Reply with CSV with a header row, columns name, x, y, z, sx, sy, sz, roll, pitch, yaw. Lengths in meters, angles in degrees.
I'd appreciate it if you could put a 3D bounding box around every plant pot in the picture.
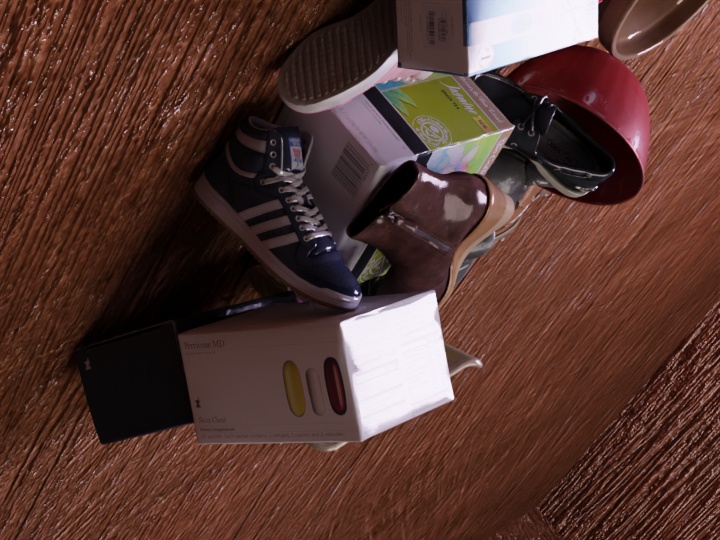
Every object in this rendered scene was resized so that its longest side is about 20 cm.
name,x,y,z,sx,sy,sz,roll,pitch,yaw
plant pot,0.319,-0.333,1.733,0.201,0.093,0.201,-35,160,-14

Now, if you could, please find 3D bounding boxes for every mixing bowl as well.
name,x,y,z,sx,sy,sz,roll,pitch,yaw
mixing bowl,0.239,-0.175,1.749,0.109,0.200,0.200,-59,168,-22

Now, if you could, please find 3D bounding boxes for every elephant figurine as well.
name,x,y,z,sx,sy,sz,roll,pitch,yaw
elephant figurine,0.091,-0.061,1.745,0.141,0.155,0.200,14,108,-32

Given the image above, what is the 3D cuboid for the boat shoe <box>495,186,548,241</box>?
name,x,y,z,sx,sy,sz,roll,pitch,yaw
boat shoe,0.196,-0.111,2.035,0.200,0.072,0.068,-42,160,-28

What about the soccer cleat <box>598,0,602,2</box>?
name,x,y,z,sx,sy,sz,roll,pitch,yaw
soccer cleat,0.219,-0.288,1.661,0.067,0.076,0.200,-22,153,-44

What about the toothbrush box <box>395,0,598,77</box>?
name,x,y,z,sx,sy,sz,roll,pitch,yaw
toothbrush box,0.124,-0.264,1.421,0.200,0.085,0.147,-22,117,-45

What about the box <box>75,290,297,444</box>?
name,x,y,z,sx,sy,sz,roll,pitch,yaw
box,-0.166,0.098,1.643,0.148,0.105,0.200,-16,179,38

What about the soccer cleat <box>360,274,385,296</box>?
name,x,y,z,sx,sy,sz,roll,pitch,yaw
soccer cleat,0.000,0.000,1.690,0.081,0.200,0.068,-13,136,-39

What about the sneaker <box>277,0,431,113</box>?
name,x,y,z,sx,sy,sz,roll,pitch,yaw
sneaker,0.013,-0.193,1.474,0.200,0.075,0.105,-40,156,-15

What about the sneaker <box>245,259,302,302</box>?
name,x,y,z,sx,sy,sz,roll,pitch,yaw
sneaker,-0.068,0.005,1.780,0.090,0.075,0.200,-49,167,-9

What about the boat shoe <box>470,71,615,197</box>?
name,x,y,z,sx,sy,sz,roll,pitch,yaw
boat shoe,0.185,-0.147,1.642,0.066,0.199,0.075,-15,-140,55

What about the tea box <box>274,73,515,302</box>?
name,x,y,z,sx,sy,sz,roll,pitch,yaw
tea box,0.010,-0.100,1.580,0.197,0.134,0.200,-21,153,-42

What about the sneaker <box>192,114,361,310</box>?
name,x,y,z,sx,sy,sz,roll,pitch,yaw
sneaker,-0.058,-0.059,1.454,0.109,0.200,0.070,-56,159,19

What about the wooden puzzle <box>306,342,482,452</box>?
name,x,y,z,sx,sy,sz,roll,pitch,yaw
wooden puzzle,0.007,0.112,1.686,0.200,0.046,0.185,-27,-165,-14

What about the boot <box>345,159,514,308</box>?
name,x,y,z,sx,sy,sz,roll,pitch,yaw
boot,0.038,-0.026,1.530,0.166,0.072,0.200,12,130,-48

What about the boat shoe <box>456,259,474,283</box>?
name,x,y,z,sx,sy,sz,roll,pitch,yaw
boat shoe,0.123,-0.069,1.879,0.074,0.065,0.202,2,128,-38

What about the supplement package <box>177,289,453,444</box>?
name,x,y,z,sx,sy,sz,roll,pitch,yaw
supplement package,-0.043,0.091,1.510,0.200,0.111,0.156,-6,-174,37
